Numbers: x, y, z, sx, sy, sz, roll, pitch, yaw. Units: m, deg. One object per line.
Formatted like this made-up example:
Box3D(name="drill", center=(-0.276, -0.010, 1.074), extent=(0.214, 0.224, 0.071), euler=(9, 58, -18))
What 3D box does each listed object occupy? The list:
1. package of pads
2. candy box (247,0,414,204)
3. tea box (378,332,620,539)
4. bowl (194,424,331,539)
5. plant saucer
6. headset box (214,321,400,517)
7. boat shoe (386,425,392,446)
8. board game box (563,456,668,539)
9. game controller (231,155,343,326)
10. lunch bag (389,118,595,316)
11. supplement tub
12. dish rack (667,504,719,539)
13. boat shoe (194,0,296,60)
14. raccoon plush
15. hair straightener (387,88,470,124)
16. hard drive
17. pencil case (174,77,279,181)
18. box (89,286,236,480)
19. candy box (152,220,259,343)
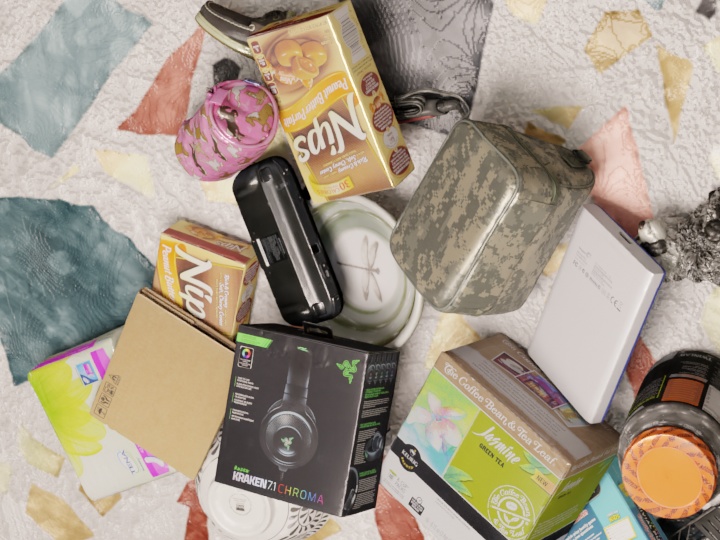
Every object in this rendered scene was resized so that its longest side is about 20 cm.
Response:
Box3D(name="package of pads", center=(-0.327, 0.189, 1.965), extent=(0.153, 0.068, 0.201), euler=(-21, 100, 26))
Box3D(name="candy box", center=(-0.031, -0.180, 1.642), extent=(0.115, 0.055, 0.202), euler=(-9, 111, 36))
Box3D(name="tea box", center=(0.156, 0.214, 1.720), extent=(0.200, 0.133, 0.198), euler=(40, 119, 26))
Box3D(name="bowl", center=(-0.135, 0.276, 1.909), extent=(0.199, 0.094, 0.203), euler=(7, 112, 18))
Box3D(name="plant saucer", center=(0.000, 0.000, 1.764), extent=(0.199, 0.050, 0.202), euler=(13, 114, 32))
Box3D(name="headset box", center=(-0.059, 0.160, 1.736), extent=(0.173, 0.093, 0.202), euler=(12, 94, 25))
Box3D(name="boat shoe", center=(-0.059, 0.184, 1.837), extent=(0.198, 0.074, 0.066), euler=(1, 101, -6))
Box3D(name="board game box", center=(0.284, 0.340, 1.751), extent=(0.151, 0.047, 0.201), euler=(-42, 64, 29))
Box3D(name="game controller", center=(-0.086, -0.031, 1.767), extent=(0.104, 0.042, 0.202), euler=(-16, 96, 54))
Box3D(name="lunch bag", center=(0.151, -0.051, 1.639), extent=(0.140, 0.167, 0.201), euler=(53, 124, 40))
Box3D(name="supplement tub", center=(0.345, 0.176, 1.625), extent=(0.121, 0.200, 0.124), euler=(8, 113, 19))
Box3D(name="dish rack", center=(0.397, 0.370, 1.755), extent=(0.153, 0.055, 0.200), euler=(45, 124, -1))
Box3D(name="boat shoe", center=(-0.088, -0.262, 1.706), extent=(0.200, 0.072, 0.066), euler=(28, 111, 4))
Box3D(name="raccoon plush", center=(0.378, 0.010, 1.616), extent=(0.200, 0.097, 0.134), euler=(49, 126, -2))
Box3D(name="hair straightener", center=(0.025, -0.172, 1.686), extent=(0.198, 0.077, 0.041), euler=(-3, 82, 23))
Box3D(name="hard drive", center=(0.255, 0.048, 1.658), extent=(0.132, 0.025, 0.201), euler=(51, 135, 43))
Box3D(name="pencil case", center=(-0.154, -0.155, 1.705), extent=(0.082, 0.200, 0.088), euler=(-7, 83, -19))
Box3D(name="box", center=(-0.235, 0.142, 1.858), extent=(0.163, 0.021, 0.201), euler=(31, 119, 7))
Box3D(name="candy box", center=(-0.199, 0.053, 1.862), extent=(0.114, 0.055, 0.202), euler=(20, 115, 14))
